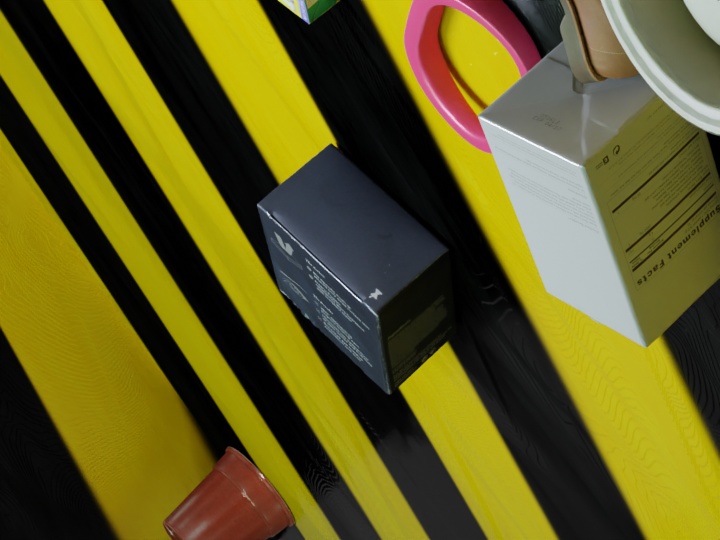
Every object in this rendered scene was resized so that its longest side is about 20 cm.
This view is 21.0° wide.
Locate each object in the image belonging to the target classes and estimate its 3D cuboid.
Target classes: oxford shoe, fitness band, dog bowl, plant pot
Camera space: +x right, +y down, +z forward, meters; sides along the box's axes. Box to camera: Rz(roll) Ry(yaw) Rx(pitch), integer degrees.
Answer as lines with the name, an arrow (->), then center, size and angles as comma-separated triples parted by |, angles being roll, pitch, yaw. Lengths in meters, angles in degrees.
oxford shoe -> 0.167, -0.222, 1.370 | 0.071, 0.072, 0.201 | 0, 134, 32
fitness band -> 0.098, -0.179, 1.673 | 0.144, 0.037, 0.200 | 50, 163, 11
dog bowl -> 0.227, -0.186, 1.188 | 0.200, 0.073, 0.201 | 49, 154, 33
plant pot -> -0.265, 0.482, 3.768 | 0.201, 0.195, 0.201 | 44, 163, 17

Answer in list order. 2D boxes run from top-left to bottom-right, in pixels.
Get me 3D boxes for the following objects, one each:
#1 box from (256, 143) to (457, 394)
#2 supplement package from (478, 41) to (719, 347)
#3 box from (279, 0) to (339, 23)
box -> 0.000, 0.000, 2.164 | 0.197, 0.117, 0.200 | 43, 163, 24
supplement package -> 0.196, -0.064, 1.506 | 0.121, 0.120, 0.201 | 31, 155, 44
box -> -0.107, -0.333, 1.846 | 0.200, 0.048, 0.118 | 42, 161, 30
